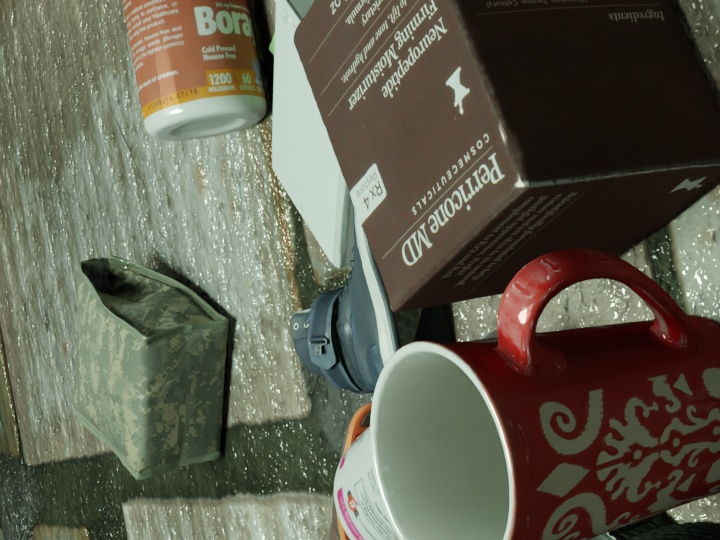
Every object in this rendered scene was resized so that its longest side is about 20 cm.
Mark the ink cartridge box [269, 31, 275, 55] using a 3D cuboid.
[{"bbox_3d":[-0.034,-0.215,1.161,0.146,0.048,0.200,57,138,33],"label":"ink cartridge box"}]

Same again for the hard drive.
[{"bbox_3d":[-0.033,-0.114,1.149,0.132,0.026,0.200,57,157,33],"label":"hard drive"}]

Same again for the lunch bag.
[{"bbox_3d":[-0.226,0.091,1.475,0.200,0.117,0.165,32,124,46],"label":"lunch bag"}]

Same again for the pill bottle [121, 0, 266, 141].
[{"bbox_3d":[-0.154,-0.225,1.289,0.112,0.112,0.201,-18,82,58],"label":"pill bottle"}]

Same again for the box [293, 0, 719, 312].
[{"bbox_3d":[0.087,-0.107,0.873,0.166,0.164,0.201,-45,59,52],"label":"box"}]

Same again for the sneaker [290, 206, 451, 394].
[{"bbox_3d":[-0.001,0.001,1.125,0.146,0.077,0.204,3,100,56],"label":"sneaker"}]

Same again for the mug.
[{"bbox_3d":[0.132,0.082,0.809,0.178,0.199,0.134,-54,52,48],"label":"mug"}]

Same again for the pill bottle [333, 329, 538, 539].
[{"bbox_3d":[0.069,0.126,1.004,0.200,0.113,0.114,-50,55,51],"label":"pill bottle"}]

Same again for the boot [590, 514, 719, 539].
[{"bbox_3d":[0.193,0.221,0.884,0.200,0.067,0.131,11,111,65],"label":"boot"}]

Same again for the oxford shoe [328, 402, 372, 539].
[{"bbox_3d":[-0.001,0.194,1.178,0.072,0.071,0.201,33,124,57],"label":"oxford shoe"}]
